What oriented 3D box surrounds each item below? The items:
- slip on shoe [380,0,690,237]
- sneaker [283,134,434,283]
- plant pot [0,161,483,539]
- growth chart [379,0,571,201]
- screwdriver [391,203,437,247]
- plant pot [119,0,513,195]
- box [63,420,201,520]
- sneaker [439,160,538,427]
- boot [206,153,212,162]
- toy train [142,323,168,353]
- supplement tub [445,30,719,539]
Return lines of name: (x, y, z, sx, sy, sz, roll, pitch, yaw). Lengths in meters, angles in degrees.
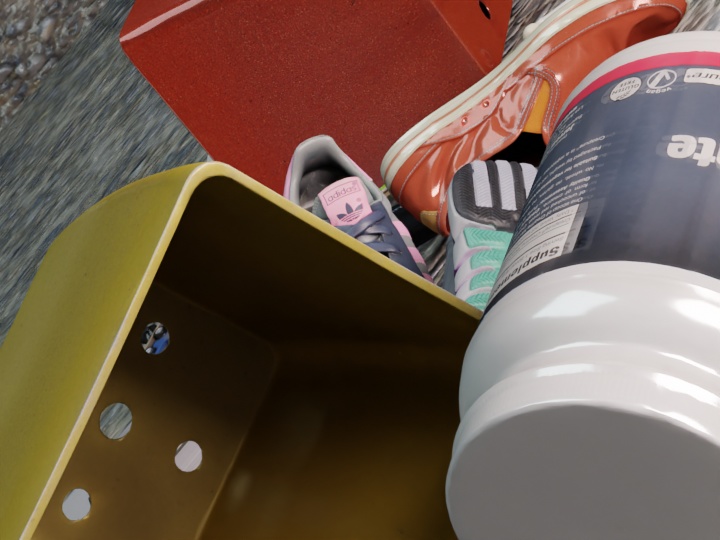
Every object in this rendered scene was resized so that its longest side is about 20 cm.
slip on shoe: (0.104, -0.090, 1.260, 0.200, 0.074, 0.061, -38, 62, 7)
sneaker: (0.000, 0.000, 1.200, 0.070, 0.082, 0.200, -21, 34, -11)
plant pot: (-0.069, 0.079, 0.968, 0.176, 0.200, 0.201, 11, 74, 59)
growth chart: (0.077, -0.105, 1.358, 0.200, 0.018, 0.145, -45, -2, 33)
screwdriver: (-0.025, -0.001, 1.300, 0.200, 0.028, 0.029, -25, 45, -21)
plant pot: (-0.012, -0.163, 1.499, 0.176, 0.200, 0.200, -29, 24, 25)
box: (-0.096, 0.108, 1.330, 0.200, 0.060, 0.117, -50, 17, 1)
sneaker: (0.071, 0.039, 1.085, 0.200, 0.074, 0.088, -85, 3, -49)
boot: (-0.057, -0.080, 1.628, 0.090, 0.073, 0.200, -22, 39, 10)
toy train: (-0.114, 0.015, 1.631, 0.046, 0.034, 0.200, -16, 34, 41)
supplement tub: (0.116, 0.021, 0.831, 0.140, 0.140, 0.200, -34, 23, 42)
